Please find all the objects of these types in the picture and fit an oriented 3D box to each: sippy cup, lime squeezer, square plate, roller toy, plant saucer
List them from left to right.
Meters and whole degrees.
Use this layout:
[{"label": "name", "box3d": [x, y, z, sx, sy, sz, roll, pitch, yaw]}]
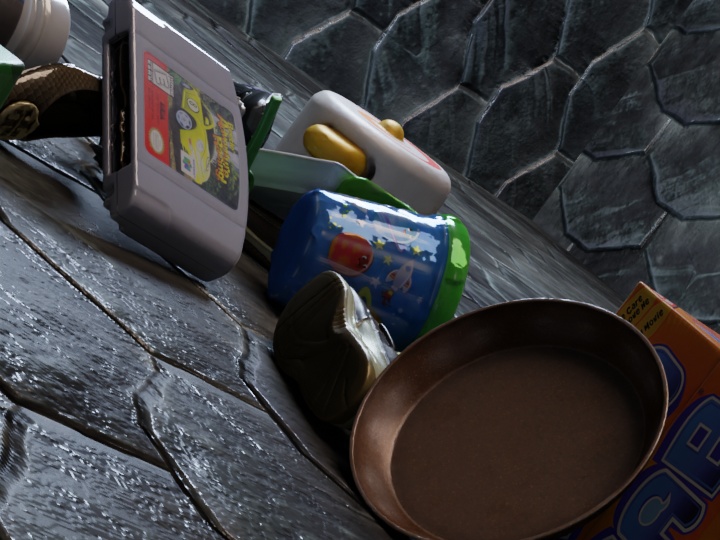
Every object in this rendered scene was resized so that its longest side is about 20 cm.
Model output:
[{"label": "lime squeezer", "box3d": [-0.114, -0.082, 1.608, 0.038, 0.071, 0.200, 23, -26, -25]}, {"label": "square plate", "box3d": [-0.052, -0.059, 1.708, 0.200, 0.029, 0.198, 11, -16, 35]}, {"label": "roller toy", "box3d": [-0.003, -0.102, 2.032, 0.200, 0.140, 0.182, 31, 9, -27]}, {"label": "sippy cup", "box3d": [0.000, 0.000, 1.527, 0.130, 0.140, 0.178, 22, 2, -17]}, {"label": "plant saucer", "box3d": [0.092, 0.099, 1.166, 0.200, 0.200, 0.035, 45, -17, 49]}]

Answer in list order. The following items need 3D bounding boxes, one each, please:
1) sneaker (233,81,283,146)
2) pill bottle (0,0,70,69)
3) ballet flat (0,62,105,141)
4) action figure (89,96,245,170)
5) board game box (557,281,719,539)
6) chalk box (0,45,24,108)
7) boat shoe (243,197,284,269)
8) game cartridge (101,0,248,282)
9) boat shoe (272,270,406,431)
[{"label": "sneaker", "box3d": [-0.146, -0.187, 2.252, 0.087, 0.076, 0.200, 21, 5, -3]}, {"label": "pill bottle", "box3d": [-0.316, -0.207, 1.410, 0.114, 0.114, 0.200, 42, 10, 36]}, {"label": "ballet flat", "box3d": [-0.209, -0.118, 1.421, 0.046, 0.067, 0.200, 57, 29, 14]}, {"label": "action figure", "box3d": [-0.165, -0.115, 1.562, 0.119, 0.102, 0.200, 17, 14, -19]}, {"label": "board game box", "box3d": [0.230, 0.169, 1.212, 0.200, 0.200, 0.200, 31, 9, -36]}, {"label": "chalk box", "box3d": [-0.259, -0.080, 0.870, 0.124, 0.125, 0.200, 36, 9, 2]}, {"label": "boat shoe", "box3d": [-0.025, -0.012, 1.649, 0.202, 0.075, 0.075, 37, 8, 7]}, {"label": "game cartridge", "box3d": [-0.138, -0.097, 1.426, 0.133, 0.041, 0.200, 37, 38, -47]}, {"label": "boat shoe", "box3d": [-0.009, 0.065, 1.312, 0.066, 0.072, 0.201, 42, 7, -23]}]
